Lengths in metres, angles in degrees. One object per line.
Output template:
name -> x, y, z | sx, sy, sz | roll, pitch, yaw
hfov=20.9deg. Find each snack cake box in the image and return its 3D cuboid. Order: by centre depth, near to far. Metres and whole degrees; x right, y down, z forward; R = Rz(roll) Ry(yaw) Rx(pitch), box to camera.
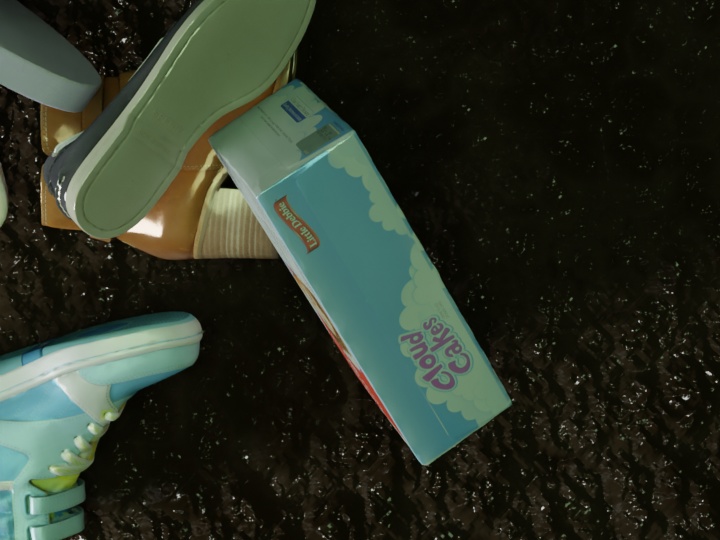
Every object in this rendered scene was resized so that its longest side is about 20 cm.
snack cake box -> 0.000, 0.000, 1.121 | 0.067, 0.115, 0.200 | -34, 117, -5

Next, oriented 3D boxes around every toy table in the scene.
toy table -> -0.262, -0.116, 1.114 | 0.200, 0.184, 0.117 | 34, 104, -7

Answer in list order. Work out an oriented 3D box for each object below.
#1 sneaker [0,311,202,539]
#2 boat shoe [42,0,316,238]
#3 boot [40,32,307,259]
sneaker -> -0.174, 0.106, 1.195 | 0.199, 0.080, 0.131 | -18, 93, 13
boat shoe -> -0.106, -0.111, 1.107 | 0.200, 0.063, 0.073 | -50, 135, -5
boot -> -0.114, -0.107, 1.174 | 0.154, 0.074, 0.201 | 7, 94, 5
